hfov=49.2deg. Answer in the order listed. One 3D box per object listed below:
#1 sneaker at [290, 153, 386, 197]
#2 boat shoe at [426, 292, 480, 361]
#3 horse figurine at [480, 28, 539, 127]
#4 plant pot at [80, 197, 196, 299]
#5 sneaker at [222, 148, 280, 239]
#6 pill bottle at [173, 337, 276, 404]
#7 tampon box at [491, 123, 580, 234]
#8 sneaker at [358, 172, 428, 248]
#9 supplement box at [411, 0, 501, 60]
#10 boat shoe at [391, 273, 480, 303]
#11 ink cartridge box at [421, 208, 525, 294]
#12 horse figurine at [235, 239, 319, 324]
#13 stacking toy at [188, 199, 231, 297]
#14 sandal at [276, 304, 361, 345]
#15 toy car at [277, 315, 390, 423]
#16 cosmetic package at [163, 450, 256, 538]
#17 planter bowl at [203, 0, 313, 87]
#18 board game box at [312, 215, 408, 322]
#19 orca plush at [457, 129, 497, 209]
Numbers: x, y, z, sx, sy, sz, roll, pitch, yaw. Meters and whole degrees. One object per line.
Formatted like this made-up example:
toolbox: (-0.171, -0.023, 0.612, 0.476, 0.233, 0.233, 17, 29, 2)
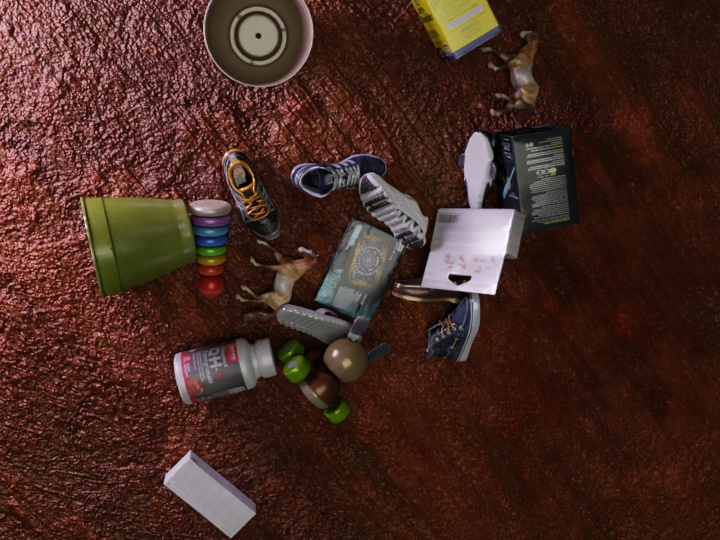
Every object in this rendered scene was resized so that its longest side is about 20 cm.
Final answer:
sneaker: (-0.039, -0.192, 1.595, 0.200, 0.109, 0.070, -8, 104, -6)
boat shoe: (0.198, 0.124, 1.689, 0.091, 0.071, 0.200, 2, 132, -6)
horse figurine: (0.320, -0.390, 1.613, 0.132, 0.050, 0.200, -12, 91, -26)
plant pot: (-0.429, -0.060, 1.541, 0.193, 0.200, 0.201, -12, 104, -17)
sneaker: (-0.224, -0.149, 1.596, 0.078, 0.077, 0.200, -29, 106, -2)
pill bottle: (-0.281, 0.205, 1.651, 0.200, 0.111, 0.111, -14, 104, -5)
tampon box: (0.362, -0.193, 1.631, 0.126, 0.150, 0.200, -10, 104, -5)
sneaker: (0.071, -0.135, 1.631, 0.200, 0.075, 0.081, 47, 52, -28)
supplement box: (0.173, -0.530, 1.548, 0.109, 0.109, 0.200, -31, 105, 0)
boat shoe: (0.167, 0.030, 1.696, 0.200, 0.070, 0.070, 2, 110, -17)
ink cartridge box: (0.227, -0.038, 1.606, 0.045, 0.200, 0.176, 20, 80, -42)
horse figurine: (-0.181, 0.027, 1.655, 0.132, 0.050, 0.200, 20, 99, -12)
stacking toy: (-0.306, -0.040, 1.610, 0.085, 0.085, 0.200, 0, 106, -8)
sandal: (-0.082, 0.108, 1.684, 0.203, 0.050, 0.082, 25, 134, -25)
toy car: (-0.042, 0.187, 1.656, 0.200, 0.158, 0.164, -40, 113, 2)
cosmetic package: (-0.332, 0.495, 1.741, 0.083, 0.051, 0.200, -45, 104, 1)
planter bowl: (-0.195, -0.452, 1.500, 0.200, 0.135, 0.200, -2, 103, -8)
board game box: (0.000, 0.000, 1.686, 0.135, 0.028, 0.200, 24, 99, -12)
orca plush: (0.269, -0.200, 1.659, 0.071, 0.105, 0.200, -19, 104, -36)
